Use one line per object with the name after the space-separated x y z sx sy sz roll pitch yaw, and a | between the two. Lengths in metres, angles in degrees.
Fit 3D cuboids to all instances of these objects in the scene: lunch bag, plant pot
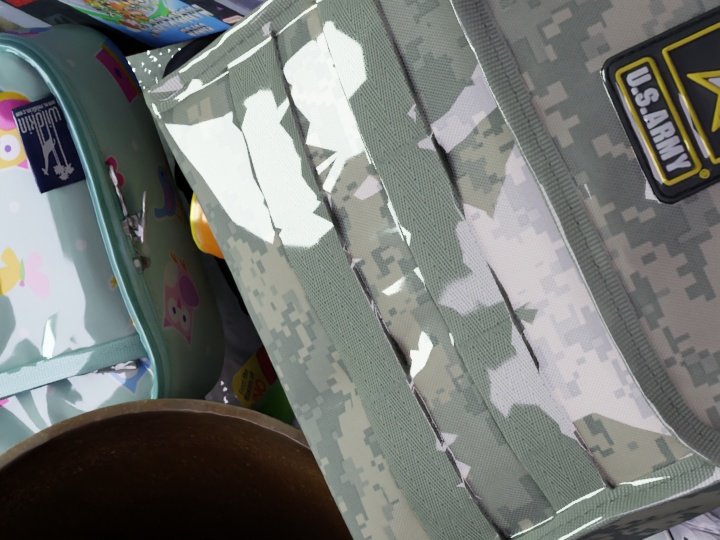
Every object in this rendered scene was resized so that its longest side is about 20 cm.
0.066 -0.023 0.698 0.200 0.117 0.165 -31 81 40 | lunch bag
-0.048 0.162 0.968 0.187 0.187 0.200 46 174 21 | plant pot
-0.151 0.010 0.985 0.199 0.077 0.161 -18 91 19 | lunch bag

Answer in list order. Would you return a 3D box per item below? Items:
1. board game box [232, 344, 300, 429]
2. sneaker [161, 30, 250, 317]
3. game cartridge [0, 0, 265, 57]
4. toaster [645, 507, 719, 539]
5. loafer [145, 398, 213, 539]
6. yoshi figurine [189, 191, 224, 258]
0.019 0.106 1.020 0.201 0.030 0.096 58 141 12 | board game box
0.000 0.000 0.961 0.200 0.071 0.083 52 152 24 | sneaker
-0.105 -0.115 0.941 0.129 0.039 0.200 29 166 -22 | game cartridge
0.124 0.126 0.843 0.201 0.113 0.129 59 139 9 | toaster
-0.070 0.114 1.088 0.200 0.071 0.063 105 148 -54 | loafer
0.058 -0.025 0.837 0.199 0.112 0.113 6 112 26 | yoshi figurine
